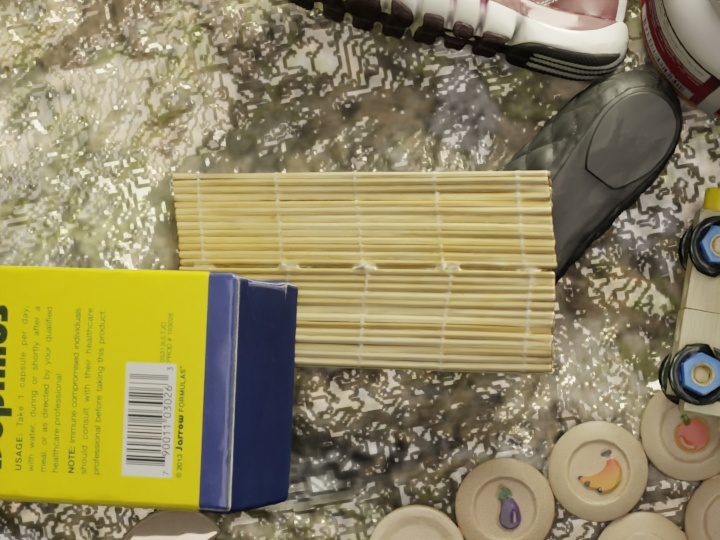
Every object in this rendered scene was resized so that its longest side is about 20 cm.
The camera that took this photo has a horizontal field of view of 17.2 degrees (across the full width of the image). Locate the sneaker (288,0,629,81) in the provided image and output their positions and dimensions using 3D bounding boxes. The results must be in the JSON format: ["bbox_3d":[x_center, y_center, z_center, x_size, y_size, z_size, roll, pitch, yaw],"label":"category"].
[{"bbox_3d":[0.043,-0.171,1.161,0.199,0.076,0.116,15,84,-8],"label":"sneaker"}]

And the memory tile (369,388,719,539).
[{"bbox_3d":[0.116,0.154,1.171,0.200,0.017,0.154,-25,87,2],"label":"memory tile"}]

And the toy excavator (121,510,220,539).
[{"bbox_3d":[-0.068,0.241,1.148,0.194,0.100,0.200,31,77,1],"label":"toy excavator"}]

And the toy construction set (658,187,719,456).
[{"bbox_3d":[0.215,0.022,1.132,0.131,0.092,0.201,10,71,0],"label":"toy construction set"}]

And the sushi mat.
[{"bbox_3d":[0.000,0.000,1.150,0.199,0.012,0.096,1,90,21],"label":"sushi mat"}]

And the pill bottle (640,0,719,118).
[{"bbox_3d":[0.189,-0.130,1.083,0.113,0.200,0.113,0,89,2],"label":"pill bottle"}]

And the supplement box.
[{"bbox_3d":[-0.140,0.053,1.123,0.199,0.109,0.110,2,88,12],"label":"supplement box"}]

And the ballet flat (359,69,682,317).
[{"bbox_3d":[0.079,-0.021,1.168,0.200,0.057,0.066,-40,98,7],"label":"ballet flat"}]
